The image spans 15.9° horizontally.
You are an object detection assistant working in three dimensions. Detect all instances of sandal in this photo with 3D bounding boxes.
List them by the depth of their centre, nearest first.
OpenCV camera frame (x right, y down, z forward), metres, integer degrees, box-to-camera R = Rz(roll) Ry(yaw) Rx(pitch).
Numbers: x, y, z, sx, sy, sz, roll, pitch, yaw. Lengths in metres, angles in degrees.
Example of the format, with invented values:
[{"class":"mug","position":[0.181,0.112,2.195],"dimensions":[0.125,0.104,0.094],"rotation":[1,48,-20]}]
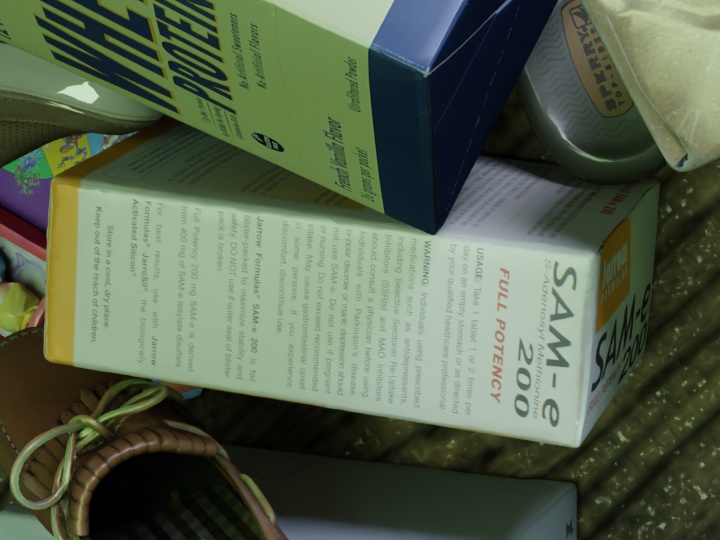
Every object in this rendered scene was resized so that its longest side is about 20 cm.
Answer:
[{"class":"sandal","position":[0.060,-0.124,0.923],"dimensions":[0.081,0.055,0.201],"rotation":[-22,89,4]}]

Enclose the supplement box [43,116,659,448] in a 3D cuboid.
[{"class":"supplement box","position":[0.000,0.000,0.943],"dimensions":[0.199,0.126,0.074],"rotation":[8,106,16]}]

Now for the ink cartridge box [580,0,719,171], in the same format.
[{"class":"ink cartridge box","position":[0.187,-0.119,0.822],"dimensions":[0.200,0.165,0.075],"rotation":[-27,93,27]}]

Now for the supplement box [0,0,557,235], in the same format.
[{"class":"supplement box","position":[-0.023,-0.155,0.833],"dimensions":[0.199,0.134,0.200],"rotation":[25,73,11]}]

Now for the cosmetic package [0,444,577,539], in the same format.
[{"class":"cosmetic package","position":[-0.026,0.183,1.010],"dimensions":[0.199,0.123,0.200],"rotation":[4,104,21]}]

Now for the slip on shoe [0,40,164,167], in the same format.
[{"class":"slip on shoe","position":[-0.152,-0.060,1.002],"dimensions":[0.200,0.076,0.061],"rotation":[8,94,37]}]

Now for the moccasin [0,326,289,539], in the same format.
[{"class":"moccasin","position":[-0.078,0.081,0.910],"dimensions":[0.074,0.078,0.201],"rotation":[-32,49,-9]}]

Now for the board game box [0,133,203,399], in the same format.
[{"class":"board game box","position":[-0.155,-0.001,1.066],"dimensions":[0.199,0.039,0.158],"rotation":[-18,95,25]}]
